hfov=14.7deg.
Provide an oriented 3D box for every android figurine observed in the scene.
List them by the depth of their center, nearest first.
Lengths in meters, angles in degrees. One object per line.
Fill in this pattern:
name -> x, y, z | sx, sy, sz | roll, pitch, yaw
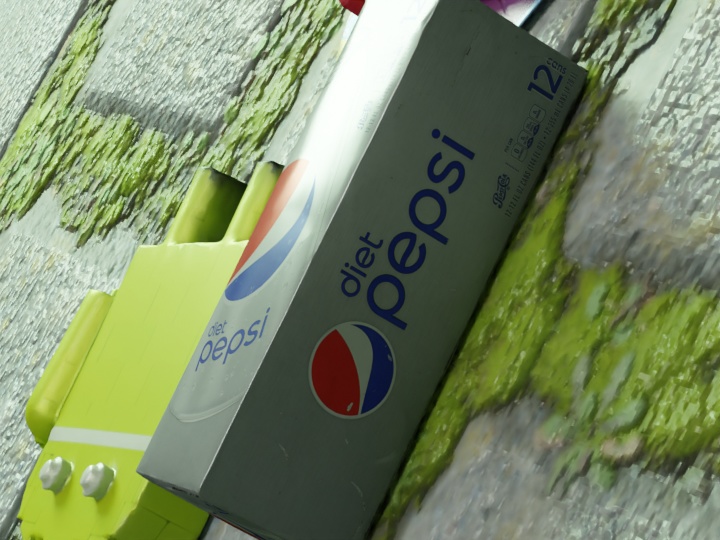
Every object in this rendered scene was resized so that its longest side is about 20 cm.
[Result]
android figurine -> -0.083, 0.049, 1.132 | 0.182, 0.041, 0.201 | 2, 63, 63

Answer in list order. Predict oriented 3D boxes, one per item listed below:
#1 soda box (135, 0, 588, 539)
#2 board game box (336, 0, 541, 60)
soda box -> 0.000, 0.000, 0.988 | 0.063, 0.068, 0.201 | 8, 71, 65
board game box -> 0.035, -0.140, 1.108 | 0.200, 0.039, 0.158 | -50, 26, 21
